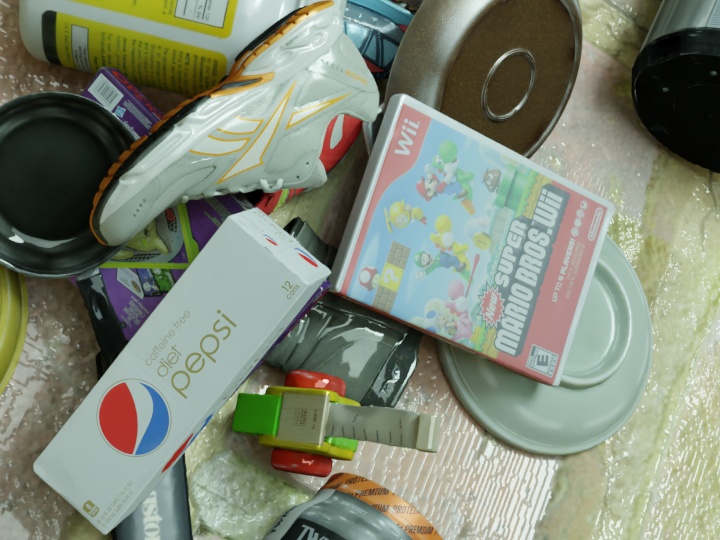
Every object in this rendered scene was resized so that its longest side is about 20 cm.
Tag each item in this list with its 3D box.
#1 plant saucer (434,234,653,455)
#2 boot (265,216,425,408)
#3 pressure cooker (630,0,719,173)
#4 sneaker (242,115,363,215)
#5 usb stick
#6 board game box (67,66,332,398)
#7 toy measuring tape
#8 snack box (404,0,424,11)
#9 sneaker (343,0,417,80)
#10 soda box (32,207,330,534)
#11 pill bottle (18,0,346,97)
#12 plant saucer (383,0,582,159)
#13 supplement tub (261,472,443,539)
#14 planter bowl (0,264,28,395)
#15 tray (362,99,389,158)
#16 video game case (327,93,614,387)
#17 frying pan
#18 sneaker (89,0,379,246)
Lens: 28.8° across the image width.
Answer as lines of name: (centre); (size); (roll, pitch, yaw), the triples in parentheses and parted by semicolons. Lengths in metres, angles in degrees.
plant saucer: (0.152, 0.038, 1.071); (0.198, 0.050, 0.202); (7, 74, -25)
boot: (0.000, 0.000, 0.994); (0.130, 0.068, 0.201); (37, 67, -16)
pressure cooker: (0.331, -0.198, 1.145); (0.175, 0.178, 0.201); (32, 66, -13)
sneaker: (-0.062, -0.071, 0.957); (0.200, 0.085, 0.077); (-43, 103, -15)
usb stick: (-0.138, 0.143, 0.912); (0.055, 0.033, 0.202); (-1, 78, -27)
board game box: (-0.127, -0.018, 0.894); (0.200, 0.032, 0.120); (45, 101, 6)
toy measuring tape: (-0.007, 0.101, 0.901); (0.073, 0.199, 0.074); (1, 88, -44)
snack box: (0.013, -0.304, 1.063); (0.200, 0.053, 0.143); (42, 42, -11)
sneaker: (-0.020, -0.170, 1.037); (0.199, 0.079, 0.096); (26, 95, -26)
soda box: (-0.107, 0.059, 0.843); (0.064, 0.068, 0.200); (40, 101, 4)
pill bottle: (-0.113, -0.172, 0.923); (0.198, 0.113, 0.113); (14, 70, 0)
plant saucer: (0.100, -0.140, 1.026); (0.199, 0.032, 0.202); (-26, 133, -32)
supplement tub: (-0.035, 0.236, 0.889); (0.122, 0.122, 0.200); (42, 63, -11)
planter bowl: (-0.291, 0.013, 0.837); (0.199, 0.083, 0.202); (6, 76, -24)
tray: (0.076, -0.128, 1.054); (0.200, 0.108, 0.022); (-38, 52, -23)
video game case: (0.082, -0.018, 0.985); (0.199, 0.017, 0.144); (24, 80, -27)
frying pan: (-0.165, -0.026, 0.871); (0.115, 0.031, 0.190); (-41, 112, -2)
sneaker: (-0.069, -0.070, 0.839); (0.200, 0.076, 0.092); (-40, 106, -7)
